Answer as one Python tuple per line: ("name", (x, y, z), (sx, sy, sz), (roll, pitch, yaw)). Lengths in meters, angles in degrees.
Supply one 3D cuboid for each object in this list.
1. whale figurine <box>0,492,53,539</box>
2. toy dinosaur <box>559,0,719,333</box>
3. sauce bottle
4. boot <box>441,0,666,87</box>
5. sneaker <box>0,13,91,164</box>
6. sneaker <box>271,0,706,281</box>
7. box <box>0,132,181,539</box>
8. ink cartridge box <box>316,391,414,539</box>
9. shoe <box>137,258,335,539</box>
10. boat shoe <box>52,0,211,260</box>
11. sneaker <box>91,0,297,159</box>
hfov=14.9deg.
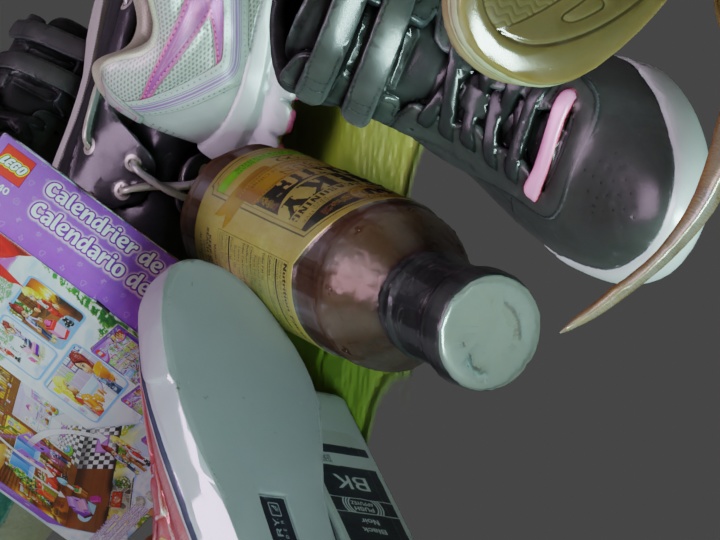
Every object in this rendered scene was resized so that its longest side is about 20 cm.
("whale figurine", (-0.195, 0.055, 1.281), (0.200, 0.103, 0.160), (32, 104, 62))
("toy dinosaur", (0.123, -0.079, 0.816), (0.106, 0.060, 0.201), (136, 151, -60))
("sauce bottle", (0.000, 0.000, 0.997), (0.200, 0.064, 0.065), (24, 102, 59))
("boot", (0.051, -0.136, 0.851), (0.154, 0.072, 0.201), (-13, 52, 62))
("sneaker", (-0.158, -0.062, 1.194), (0.070, 0.200, 0.100), (23, 104, 17))
("sneaker", (0.033, -0.057, 0.903), (0.200, 0.099, 0.071), (48, 120, 54))
("box", (-0.121, 0.037, 1.098), (0.039, 0.137, 0.200), (-57, 6, -31))
("ink cartridge box", (-0.009, 0.141, 0.992), (0.100, 0.039, 0.200), (-64, 33, 25))
("shoe", (-0.056, 0.099, 0.964), (0.091, 0.071, 0.201), (-42, 52, 33))
("boat shoe", (-0.085, -0.055, 1.162), (0.060, 0.073, 0.201), (-26, 50, 61))
("sneaker", (-0.057, -0.142, 1.099), (0.081, 0.088, 0.201), (-163, 84, -78))
